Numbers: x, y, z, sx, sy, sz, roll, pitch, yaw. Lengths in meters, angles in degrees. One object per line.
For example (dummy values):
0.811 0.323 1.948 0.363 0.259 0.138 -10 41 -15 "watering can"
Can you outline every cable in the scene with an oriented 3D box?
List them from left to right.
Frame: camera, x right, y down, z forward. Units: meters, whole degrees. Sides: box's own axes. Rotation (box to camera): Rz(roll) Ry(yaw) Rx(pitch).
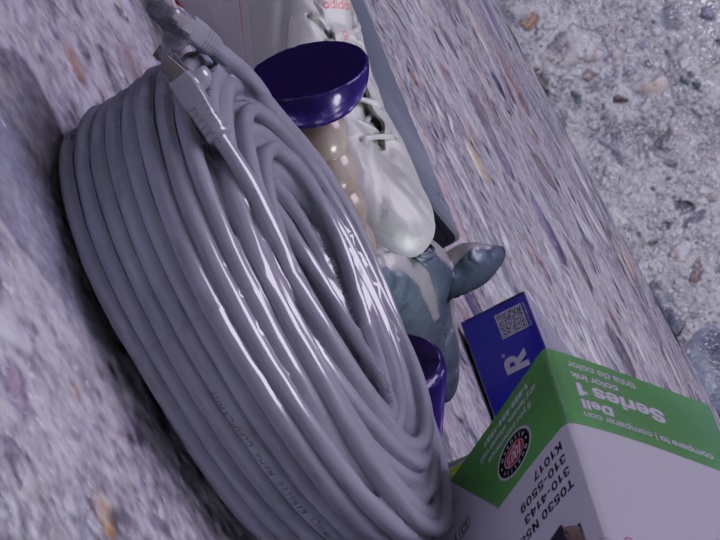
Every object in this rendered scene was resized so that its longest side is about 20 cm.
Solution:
-0.034 0.017 0.804 0.200 0.069 0.200 67 10 16 "cable"

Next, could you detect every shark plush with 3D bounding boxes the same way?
0.017 0.021 1.056 0.200 0.091 0.084 27 68 -80 "shark plush"

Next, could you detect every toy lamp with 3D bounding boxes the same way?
0.000 0.000 0.943 0.058 0.058 0.201 -99 177 -58 "toy lamp"

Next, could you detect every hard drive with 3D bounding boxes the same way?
-0.005 -0.120 1.362 0.140 0.033 0.200 44 22 -60 "hard drive"

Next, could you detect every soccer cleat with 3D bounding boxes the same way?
-0.022 -0.095 0.999 0.200 0.078 0.069 53 17 17 "soccer cleat"

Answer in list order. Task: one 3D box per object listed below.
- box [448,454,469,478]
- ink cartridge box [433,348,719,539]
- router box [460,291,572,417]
0.098 0.167 0.940 0.048 0.122 0.200 -26 89 -44 "box"
0.081 0.151 0.784 0.084 0.145 0.200 21 30 -22 "ink cartridge box"
0.145 0.140 1.410 0.180 0.049 0.200 49 18 -53 "router box"
